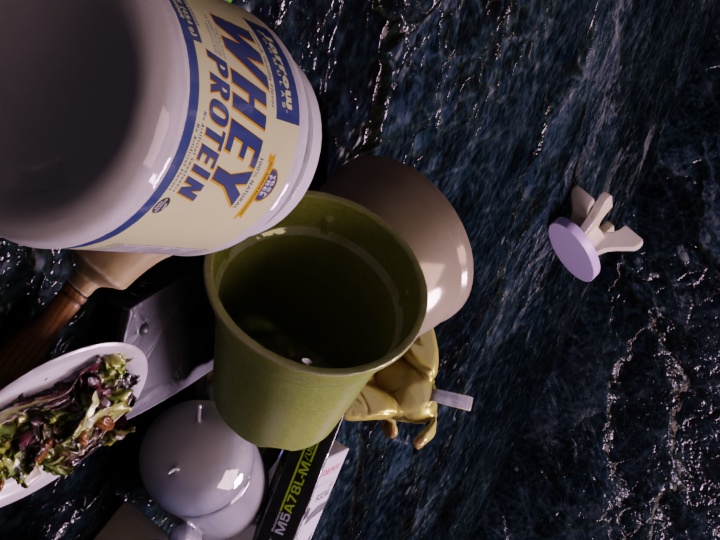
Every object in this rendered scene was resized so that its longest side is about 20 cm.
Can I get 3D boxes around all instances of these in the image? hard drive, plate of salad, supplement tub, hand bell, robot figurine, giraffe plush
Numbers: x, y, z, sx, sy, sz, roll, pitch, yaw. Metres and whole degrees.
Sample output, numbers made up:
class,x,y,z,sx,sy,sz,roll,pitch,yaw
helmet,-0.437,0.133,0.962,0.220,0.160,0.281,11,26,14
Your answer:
class,x,y,z,sx,sy,sz,roll,pitch,yaw
hard drive,-0.173,0.052,1.085,0.200,0.042,0.136,-30,141,-59
plate of salad,-0.244,0.132,0.927,0.199,0.048,0.201,-36,158,-17
supplement tub,-0.114,-0.082,0.630,0.146,0.144,0.200,-66,160,8
hand bell,-0.222,0.022,0.901,0.200,0.104,0.104,-49,159,-2
robot figurine,-0.154,0.199,1.183,0.201,0.111,0.171,80,18,-63
giraffe plush,0.036,0.149,1.611,0.174,0.199,0.162,-61,-170,-16

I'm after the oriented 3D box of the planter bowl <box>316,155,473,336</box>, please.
class,x,y,z,sx,sy,sz,roll,pitch,yaw
planter bowl,0.000,0.000,1.247,0.134,0.199,0.202,-38,149,-39

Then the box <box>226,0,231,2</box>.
class,x,y,z,sx,sy,sz,roll,pitch,yaw
box,-0.169,-0.178,0.728,0.201,0.096,0.176,-61,160,-5

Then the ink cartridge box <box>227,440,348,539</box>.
class,x,y,z,sx,sy,sz,roll,pitch,yaw
ink cartridge box,-0.109,0.304,1.503,0.145,0.083,0.202,-6,120,-67

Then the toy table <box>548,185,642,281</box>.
class,x,y,z,sx,sy,sz,roll,pitch,yaw
toy table,0.459,-0.074,2.384,0.117,0.184,0.200,-42,166,-8

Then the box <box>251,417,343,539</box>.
class,x,y,z,sx,sy,sz,roll,pitch,yaw
box,-0.065,0.208,1.293,0.200,0.047,0.195,-83,-164,-82

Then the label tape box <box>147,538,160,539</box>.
class,x,y,z,sx,sy,sz,roll,pitch,yaw
label tape box,-0.211,0.312,1.100,0.145,0.197,0.064,93,-11,-49

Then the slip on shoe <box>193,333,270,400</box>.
class,x,y,z,sx,sy,sz,roll,pitch,yaw
slip on shoe,-0.115,0.060,1.217,0.076,0.060,0.202,-16,129,-65

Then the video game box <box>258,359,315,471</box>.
class,x,y,z,sx,sy,sz,roll,pitch,yaw
video game box,-0.088,0.132,1.349,0.182,0.046,0.202,-41,153,-70

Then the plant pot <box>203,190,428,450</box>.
class,x,y,z,sx,sy,sz,roll,pitch,yaw
plant pot,-0.059,0.062,1.087,0.200,0.199,0.185,-46,166,-40

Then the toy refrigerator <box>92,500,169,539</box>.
class,x,y,z,sx,sy,sz,roll,pitch,yaw
toy refrigerator,-0.223,0.316,1.256,0.076,0.070,0.201,-50,156,-17
